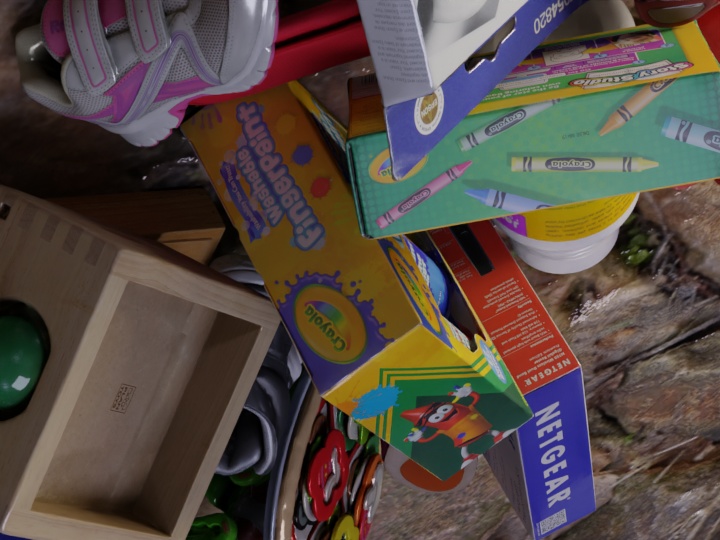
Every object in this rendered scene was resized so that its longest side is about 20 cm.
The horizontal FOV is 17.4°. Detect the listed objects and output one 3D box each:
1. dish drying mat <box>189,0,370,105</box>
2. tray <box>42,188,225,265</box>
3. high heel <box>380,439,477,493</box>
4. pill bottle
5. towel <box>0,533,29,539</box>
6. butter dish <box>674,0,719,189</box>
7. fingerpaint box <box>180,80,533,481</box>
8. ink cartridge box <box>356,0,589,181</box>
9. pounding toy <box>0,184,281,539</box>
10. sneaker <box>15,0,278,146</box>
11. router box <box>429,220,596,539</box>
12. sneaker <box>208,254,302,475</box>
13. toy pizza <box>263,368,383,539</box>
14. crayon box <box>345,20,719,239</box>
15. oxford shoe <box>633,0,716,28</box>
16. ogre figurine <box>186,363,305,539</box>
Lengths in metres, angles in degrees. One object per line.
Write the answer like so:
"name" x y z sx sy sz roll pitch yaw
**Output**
"dish drying mat" -0.020 -0.120 1.238 0.199 0.018 0.077 -16 168 32
"tray" -0.184 0.004 1.354 0.199 0.037 0.099 -5 140 -34
"high heel" 0.036 0.067 1.545 0.067 0.097 0.201 -9 144 7
"pill bottle" 0.117 -0.081 1.414 0.104 0.105 0.201 -25 148 -8
"towel" -0.205 0.135 1.516 0.146 0.050 0.201 -6 142 -23
"butter dish" 0.289 -0.104 1.482 0.199 0.148 0.200 -30 148 0
"fingerpaint box" 0.000 0.000 1.341 0.073 0.201 0.167 -35 148 10
"ink cartridge box" 0.063 -0.174 1.141 0.200 0.040 0.201 -45 134 -39
"pounding toy" -0.167 0.033 1.253 0.200 0.142 0.185 22 93 -57
"sneaker" -0.108 -0.119 1.163 0.088 0.082 0.200 4 156 -33
"router box" 0.083 0.050 1.500 0.049 0.180 0.201 -26 148 -7
"sneaker" -0.078 0.076 1.436 0.075 0.115 0.200 12 155 0
"toy pizza" -0.015 0.139 1.562 0.031 0.202 0.201 9 154 18
"crayon box" 0.093 -0.078 1.248 0.198 0.119 0.059 -10 109 4
"oxford shoe" 0.168 -0.227 1.232 0.070 0.075 0.202 -5 122 -15
"ogre figurine" -0.077 0.164 1.600 0.120 0.097 0.202 46 58 -63
